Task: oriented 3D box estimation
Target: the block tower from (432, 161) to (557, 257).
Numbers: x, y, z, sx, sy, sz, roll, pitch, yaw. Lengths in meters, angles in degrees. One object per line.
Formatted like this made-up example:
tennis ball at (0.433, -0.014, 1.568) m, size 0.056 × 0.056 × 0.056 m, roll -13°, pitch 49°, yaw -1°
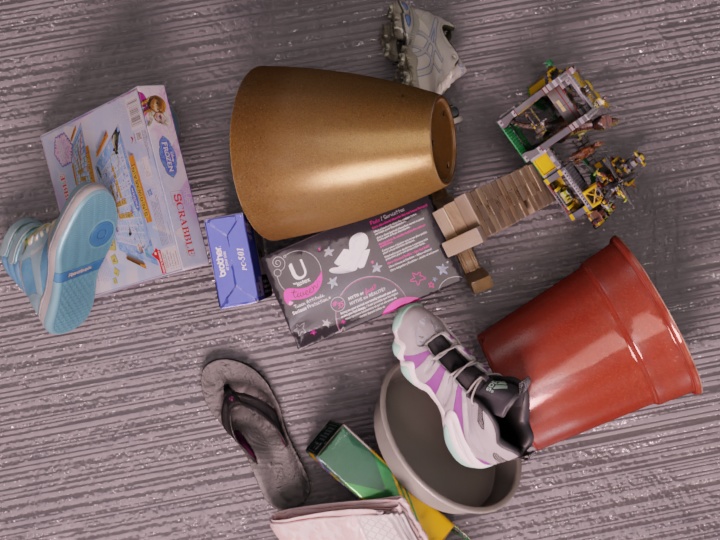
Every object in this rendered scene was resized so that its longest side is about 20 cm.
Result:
block tower at (0.161, -0.077, 1.205) m, size 0.200 × 0.054 × 0.058 m, roll -29°, pitch 91°, yaw -46°

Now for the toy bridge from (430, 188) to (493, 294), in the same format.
toy bridge at (0.103, -0.072, 1.251) m, size 0.027 × 0.067 × 0.201 m, roll -25°, pitch 112°, yaw -1°

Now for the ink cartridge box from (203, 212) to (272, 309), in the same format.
ink cartridge box at (-0.133, -0.010, 1.179) m, size 0.044 × 0.200 × 0.095 m, roll -10°, pitch 90°, yaw 0°

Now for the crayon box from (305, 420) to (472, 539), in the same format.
crayon box at (0.030, 0.258, 1.220) m, size 0.200 × 0.126 × 0.052 m, roll 42°, pitch 80°, yaw -2°

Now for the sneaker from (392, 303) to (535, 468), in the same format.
sneaker at (0.123, 0.114, 1.120) m, size 0.078 × 0.140 × 0.201 m, roll -37°, pitch 100°, yaw -32°

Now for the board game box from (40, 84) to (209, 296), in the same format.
board game box at (-0.267, -0.082, 1.191) m, size 0.199 × 0.041 × 0.201 m, roll -13°, pitch 91°, yaw 42°

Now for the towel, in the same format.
towel at (0.013, 0.344, 1.194) m, size 0.190 × 0.032 × 0.201 m, roll -16°, pitch 111°, yaw 37°

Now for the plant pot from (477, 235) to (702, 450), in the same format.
plant pot at (0.250, 0.094, 1.210) m, size 0.194 × 0.201 × 0.202 m, roll -28°, pitch 91°, yaw 5°

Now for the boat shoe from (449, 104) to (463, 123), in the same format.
boat shoe at (0.020, -0.182, 1.251) m, size 0.199 × 0.073 × 0.062 m, roll -8°, pitch 94°, yaw 3°

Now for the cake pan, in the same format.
cake pan at (0.096, 0.189, 1.211) m, size 0.200 × 0.200 × 0.037 m, roll 43°, pitch 128°, yaw -2°

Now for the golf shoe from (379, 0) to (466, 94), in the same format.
golf shoe at (0.081, -0.228, 1.219) m, size 0.097 × 0.078 × 0.201 m, roll 6°, pitch 57°, yaw -15°

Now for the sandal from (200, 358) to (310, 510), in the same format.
sandal at (-0.119, 0.190, 1.255) m, size 0.075 × 0.048 × 0.201 m, roll -31°, pitch 92°, yaw -2°

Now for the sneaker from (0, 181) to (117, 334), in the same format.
sneaker at (-0.348, -0.039, 1.191) m, size 0.130 × 0.079 × 0.201 m, roll 42°, pitch 124°, yaw 25°

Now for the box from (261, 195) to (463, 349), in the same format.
box at (0.000, 0.000, 1.220) m, size 0.199 × 0.132 × 0.115 m, roll -22°, pitch 88°, yaw -3°

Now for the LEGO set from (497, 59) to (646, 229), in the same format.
LEGO set at (0.262, -0.160, 1.213) m, size 0.153 × 0.116 × 0.201 m, roll -27°, pitch 85°, yaw -46°

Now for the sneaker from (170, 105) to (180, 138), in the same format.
sneaker at (-0.250, -0.100, 1.233) m, size 0.073 × 0.082 × 0.201 m, roll 2°, pitch 90°, yaw -2°

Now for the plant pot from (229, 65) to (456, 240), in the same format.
plant pot at (-0.007, -0.127, 1.114) m, size 0.199 × 0.186 × 0.188 m, roll -1°, pitch 90°, yaw 22°
